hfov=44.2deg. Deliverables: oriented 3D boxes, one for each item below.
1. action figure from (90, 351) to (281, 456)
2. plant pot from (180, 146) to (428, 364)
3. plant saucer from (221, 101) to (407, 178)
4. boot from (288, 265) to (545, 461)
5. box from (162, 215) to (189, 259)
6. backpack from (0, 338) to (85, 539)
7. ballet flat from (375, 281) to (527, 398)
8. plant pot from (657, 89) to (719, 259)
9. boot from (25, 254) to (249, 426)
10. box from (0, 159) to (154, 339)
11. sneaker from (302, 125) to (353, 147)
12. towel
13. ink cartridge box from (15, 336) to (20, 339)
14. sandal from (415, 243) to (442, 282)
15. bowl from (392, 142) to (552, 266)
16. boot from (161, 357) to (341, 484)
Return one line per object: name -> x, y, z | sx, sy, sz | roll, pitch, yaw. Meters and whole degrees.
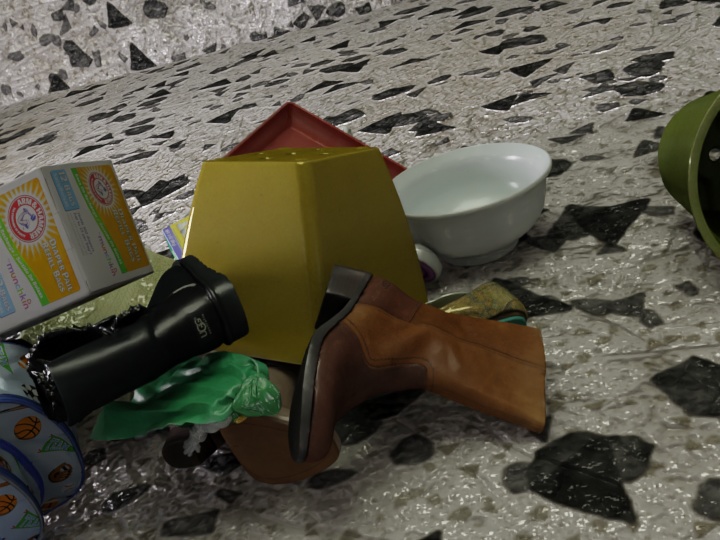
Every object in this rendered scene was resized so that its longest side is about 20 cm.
action figure -> -0.126, 0.104, 0.710 | 0.198, 0.055, 0.118 | -12, 29, 50
plant pot -> -0.063, -0.029, 0.894 | 0.196, 0.181, 0.199 | 4, 14, 34
plant saucer -> -0.058, -0.117, 1.130 | 0.197, 0.037, 0.201 | 30, 41, 6
boot -> 0.050, 0.096, 0.710 | 0.196, 0.069, 0.190 | 19, 38, -2
box -> -0.138, -0.046, 1.125 | 0.197, 0.049, 0.118 | -29, 60, -15
backpack -> -0.331, 0.156, 0.741 | 0.188, 0.202, 0.155 | -29, 50, -10
ballet flat -> 0.059, 0.061, 0.822 | 0.196, 0.072, 0.071 | -19, 24, -14
plant pot -> 0.379, -0.105, 0.860 | 0.195, 0.205, 0.190 | -15, 11, 2
boot -> -0.195, 0.055, 0.742 | 0.165, 0.078, 0.199 | -24, 12, -19
box -> -0.299, -0.008, 0.778 | 0.196, 0.115, 0.101 | -20, 3, 20
sneaker -> -0.082, -0.140, 1.229 | 0.198, 0.088, 0.074 | -33, 32, -27
towel -> -0.259, 0.045, 0.913 | 0.145, 0.037, 0.202 | 13, 44, 3
ink cartridge box -> -0.370, 0.090, 1.025 | 0.198, 0.048, 0.160 | -36, 7, -15
sandal -> -0.004, -0.004, 1.013 | 0.199, 0.083, 0.051 | 1, 57, 35
bowl -> 0.129, -0.068, 1.024 | 0.196, 0.092, 0.202 | -14, 24, 6
boot -> -0.084, 0.119, 0.802 | 0.196, 0.072, 0.147 | -5, 25, 25
